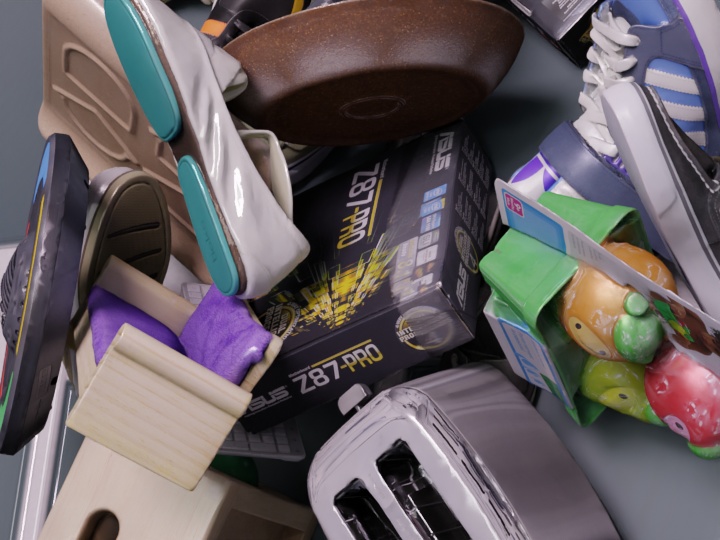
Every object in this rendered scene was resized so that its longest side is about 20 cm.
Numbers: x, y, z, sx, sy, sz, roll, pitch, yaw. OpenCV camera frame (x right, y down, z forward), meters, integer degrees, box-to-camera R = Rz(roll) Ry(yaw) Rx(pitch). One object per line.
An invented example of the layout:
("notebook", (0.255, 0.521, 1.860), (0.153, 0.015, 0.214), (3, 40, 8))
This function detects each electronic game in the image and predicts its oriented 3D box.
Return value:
("electronic game", (-0.201, 0.014, 1.055), (0.200, 0.042, 0.200), (-170, 90, -76))

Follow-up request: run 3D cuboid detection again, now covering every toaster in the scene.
("toaster", (0.061, 0.147, 0.968), (0.114, 0.129, 0.200), (-43, 69, 24))

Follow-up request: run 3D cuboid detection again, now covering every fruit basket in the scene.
("fruit basket", (0.158, 0.051, 0.936), (0.094, 0.185, 0.200), (-41, 54, -8))

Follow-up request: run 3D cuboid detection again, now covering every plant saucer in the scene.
("plant saucer", (0.005, -0.116, 1.063), (0.200, 0.200, 0.037), (-14, 77, 26))

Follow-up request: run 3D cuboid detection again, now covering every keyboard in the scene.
("keyboard", (-0.078, 0.061, 1.106), (0.200, 0.056, 0.011), (-111, 37, -58))

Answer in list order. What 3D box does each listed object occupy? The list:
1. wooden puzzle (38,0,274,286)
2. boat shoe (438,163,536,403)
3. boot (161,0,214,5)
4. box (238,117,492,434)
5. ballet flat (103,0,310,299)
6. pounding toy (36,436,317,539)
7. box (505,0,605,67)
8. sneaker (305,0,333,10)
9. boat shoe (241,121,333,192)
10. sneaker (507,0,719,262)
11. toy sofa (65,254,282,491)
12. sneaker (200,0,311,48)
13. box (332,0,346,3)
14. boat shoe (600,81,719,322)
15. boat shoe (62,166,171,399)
("wooden puzzle", (-0.131, -0.091, 1.124), (0.185, 0.200, 0.046), (42, 66, 4))
("boat shoe", (0.084, 0.027, 1.065), (0.067, 0.057, 0.200), (15, 80, 34))
("boot", (-0.125, -0.213, 1.276), (0.200, 0.072, 0.155), (-45, 57, 5))
("box", (0.000, 0.000, 1.074), (0.161, 0.049, 0.200), (-22, 28, 22))
("ballet flat", (-0.086, -0.082, 1.001), (0.069, 0.069, 0.200), (-23, 90, 22))
("pounding toy", (-0.127, 0.168, 1.077), (0.142, 0.184, 0.200), (22, 83, 22))
("box", (0.159, -0.257, 1.136), (0.200, 0.046, 0.159), (-47, 55, 8))
("sneaker", (-0.010, -0.208, 1.137), (0.074, 0.081, 0.200), (-27, 20, 22))
("boat shoe", (-0.034, -0.122, 1.190), (0.200, 0.062, 0.072), (-34, 58, 15))
("sneaker", (0.141, -0.090, 0.988), (0.146, 0.200, 0.081), (-27, 30, 1))
("toy sofa", (-0.116, 0.042, 0.997), (0.098, 0.083, 0.200), (-58, 15, 5))
("sneaker", (-0.096, -0.136, 1.197), (0.200, 0.070, 0.090), (-40, 31, 33))
("box", (-0.019, -0.256, 1.076), (0.200, 0.158, 0.051), (47, 126, 5))
("boat shoe", (0.193, -0.032, 0.951), (0.057, 0.200, 0.069), (-29, 33, 7))
("boat shoe", (-0.178, 0.013, 1.165), (0.068, 0.075, 0.200), (35, 129, 34))
